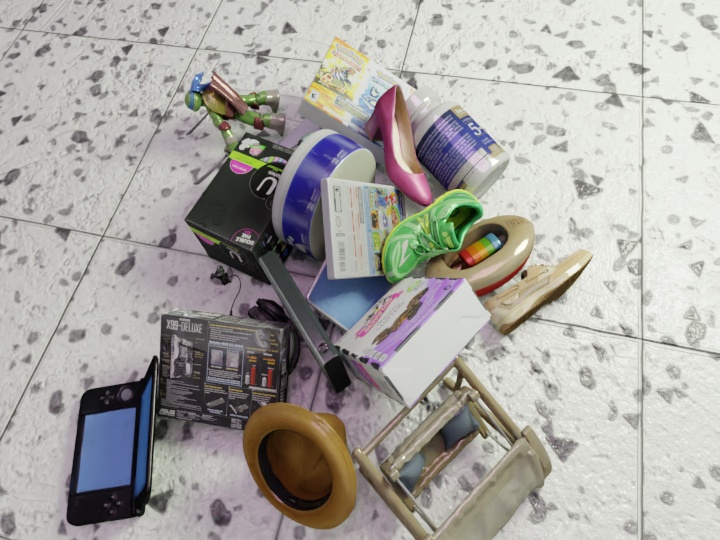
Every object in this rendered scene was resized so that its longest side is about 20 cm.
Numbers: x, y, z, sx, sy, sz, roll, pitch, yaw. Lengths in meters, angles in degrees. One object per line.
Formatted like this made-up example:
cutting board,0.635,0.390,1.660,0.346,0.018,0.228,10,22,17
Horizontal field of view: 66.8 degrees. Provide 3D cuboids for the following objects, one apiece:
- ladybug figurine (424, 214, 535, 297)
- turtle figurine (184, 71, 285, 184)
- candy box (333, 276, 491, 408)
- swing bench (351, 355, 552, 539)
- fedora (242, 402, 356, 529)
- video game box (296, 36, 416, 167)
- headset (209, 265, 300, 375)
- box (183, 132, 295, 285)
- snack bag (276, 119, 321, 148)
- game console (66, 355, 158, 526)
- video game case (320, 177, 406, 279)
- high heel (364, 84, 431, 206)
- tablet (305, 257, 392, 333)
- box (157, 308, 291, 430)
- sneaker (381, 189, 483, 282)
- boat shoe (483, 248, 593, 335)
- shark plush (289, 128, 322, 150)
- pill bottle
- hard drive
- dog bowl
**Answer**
ladybug figurine,0.199,-0.016,0.887,0.196,0.073,0.137,-29,34,1
turtle figurine,-0.256,-0.296,1.098,0.188,0.206,0.144,-6,29,-22
candy box,0.065,0.091,0.790,0.167,0.199,0.072,-44,104,-16
swing bench,0.125,0.263,0.732,0.198,0.131,0.200,-40,66,-15
fedora,-0.073,0.255,0.757,0.197,0.205,0.081,27,31,19
video game box,0.001,-0.319,1.030,0.196,0.047,0.186,28,56,-13
headset,-0.177,0.087,0.877,0.121,0.094,0.203,-30,74,-10
box,-0.181,-0.109,0.962,0.145,0.125,0.203,22,68,18
snack bag,-0.052,-0.254,1.082,0.199,0.022,0.189,38,73,22
game console,-0.362,0.249,0.801,0.170,0.117,0.205,-9,61,1
video game case,0.013,-0.064,0.866,0.018,0.197,0.148,-5,89,39
high heel,0.081,-0.211,0.923,0.066,0.096,0.204,-5,60,-41
tablet,0.000,0.000,0.909,0.129,0.014,0.204,36,66,-20
box,-0.207,0.151,0.828,0.193,0.050,0.163,5,97,10
sneaker,0.114,-0.058,0.871,0.199,0.075,0.083,-41,29,-8
boat shoe,0.285,0.019,0.874,0.197,0.072,0.065,-34,64,-10
shark plush,-0.071,-0.260,1.042,0.082,0.091,0.202,22,69,50
pill bottle,0.157,-0.224,0.967,0.119,0.120,0.201,-38,77,-14
hard drive,-0.085,0.080,0.844,0.032,0.141,0.202,-30,63,-9
dog bowl,-0.057,-0.123,0.913,0.077,0.202,0.202,28,68,19
